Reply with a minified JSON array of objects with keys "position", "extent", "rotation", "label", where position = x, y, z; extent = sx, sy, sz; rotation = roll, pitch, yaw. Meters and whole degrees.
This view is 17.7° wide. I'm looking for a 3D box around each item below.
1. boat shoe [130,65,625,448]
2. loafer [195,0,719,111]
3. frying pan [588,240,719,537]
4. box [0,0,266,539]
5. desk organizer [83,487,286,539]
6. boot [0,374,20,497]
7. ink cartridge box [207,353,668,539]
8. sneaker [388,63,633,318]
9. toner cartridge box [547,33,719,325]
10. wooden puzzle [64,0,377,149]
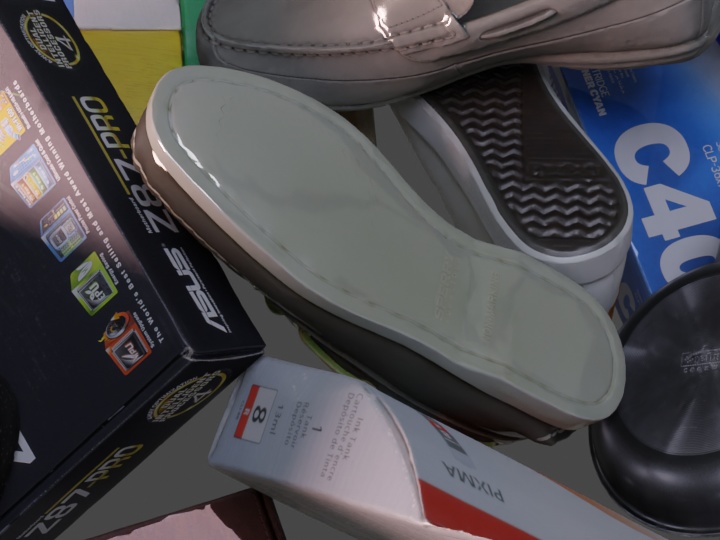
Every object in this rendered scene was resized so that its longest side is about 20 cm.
[{"position":[-0.001,0.002,0.795],"extent":[0.201,0.060,0.072],"rotation":[32,52,-23],"label":"boat shoe"},{"position":[0.034,-0.106,0.847],"extent":[0.199,0.070,0.070],"rotation":[-8,51,7],"label":"loafer"},{"position":[0.148,0.009,0.830],"extent":[0.115,0.031,0.190],"rotation":[16,69,44],"label":"frying pan"},{"position":[-0.142,-0.007,0.824],"extent":[0.049,0.161,0.200],"rotation":[-4,59,-55],"label":"box"},{"position":[-0.038,0.182,0.792],"extent":[0.077,0.072,0.201],"rotation":[-16,69,-10],"label":"desk organizer"},{"position":[-0.166,0.127,0.732],"extent":[0.069,0.132,0.201],"rotation":[8,100,7],"label":"boot"},{"position":[0.065,0.084,0.745],"extent":[0.162,0.200,0.050],"rotation":[29,75,-32],"label":"ink cartridge box"},{"position":[0.046,-0.052,0.906],"extent":[0.073,0.085,0.200],"rotation":[-16,53,-7],"label":"sneaker"},{"position":[0.138,-0.029,0.916],"extent":[0.095,0.043,0.201],"rotation":[-15,69,-14],"label":"toner cartridge box"},{"position":[-0.098,-0.108,0.929],"extent":[0.199,0.037,0.186],"rotation":[-2,67,-7],"label":"wooden puzzle"}]
